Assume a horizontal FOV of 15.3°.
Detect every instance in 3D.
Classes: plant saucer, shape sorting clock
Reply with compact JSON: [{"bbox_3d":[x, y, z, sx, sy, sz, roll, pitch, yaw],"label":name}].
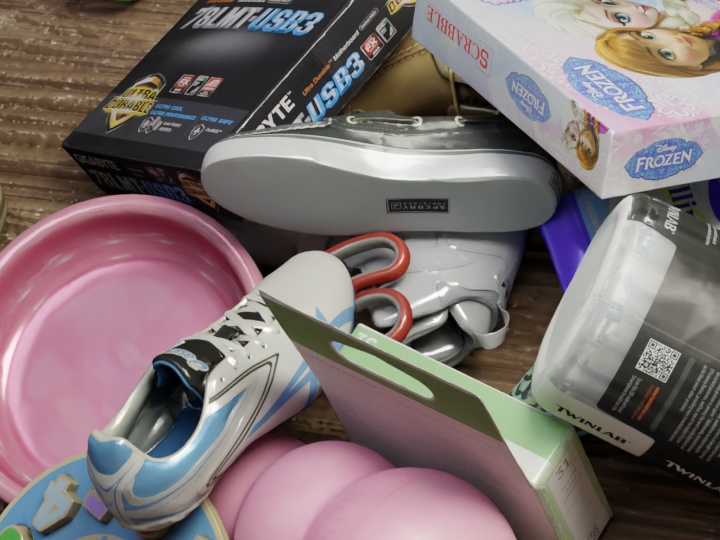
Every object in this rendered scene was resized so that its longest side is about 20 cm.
[{"bbox_3d":[-0.140,0.056,1.540,0.200,0.051,0.201,-6,66,13],"label":"plant saucer"},{"bbox_3d":[-0.145,0.194,1.432,0.199,0.039,0.201,-10,74,37],"label":"shape sorting clock"}]

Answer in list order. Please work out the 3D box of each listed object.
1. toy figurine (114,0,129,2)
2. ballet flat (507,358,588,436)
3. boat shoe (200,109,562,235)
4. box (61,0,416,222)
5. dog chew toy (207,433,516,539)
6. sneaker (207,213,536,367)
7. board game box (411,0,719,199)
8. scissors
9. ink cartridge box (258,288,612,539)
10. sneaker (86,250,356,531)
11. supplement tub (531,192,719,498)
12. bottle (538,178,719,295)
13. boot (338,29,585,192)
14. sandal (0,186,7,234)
[{"bbox_3d":[-0.205,-0.282,1.796,0.184,0.150,0.201,8,83,40],"label":"toy figurine"},{"bbox_3d":[0.160,0.037,1.449,0.199,0.074,0.074,-17,52,2],"label":"ballet flat"},{"bbox_3d":[0.012,-0.059,1.486,0.199,0.069,0.057,4,54,-2],"label":"boat shoe"},{"bbox_3d":[-0.064,-0.124,1.606,0.199,0.050,0.200,-50,27,-15],"label":"box"},{"bbox_3d":[-0.010,0.146,1.408,0.200,0.125,0.125,26,67,40],"label":"dog chew toy"},{"bbox_3d":[0.000,0.000,1.531,0.199,0.075,0.115,-1,54,15],"label":"sneaker"},{"bbox_3d":[0.162,-0.115,1.459,0.199,0.041,0.200,-11,34,-28],"label":"board game box"},{"bbox_3d":[-0.059,0.041,1.489,0.199,0.014,0.073,-23,60,12],"label":"scissors"},{"bbox_3d":[0.042,0.071,1.386,0.145,0.200,0.048,25,68,31],"label":"ink cartridge box"},{"bbox_3d":[-0.069,0.053,1.416,0.072,0.073,0.200,20,52,31],"label":"sneaker"},{"bbox_3d":[0.197,0.055,1.354,0.199,0.123,0.123,27,64,-2],"label":"supplement tub"},{"bbox_3d":[0.202,-0.032,1.489,0.199,0.065,0.084,-20,53,5],"label":"bottle"},{"bbox_3d":[0.090,-0.097,1.568,0.199,0.073,0.156,-21,47,-3],"label":"boot"},{"bbox_3d":[-0.265,0.022,1.629,0.080,0.054,0.200,5,43,16],"label":"sandal"}]
